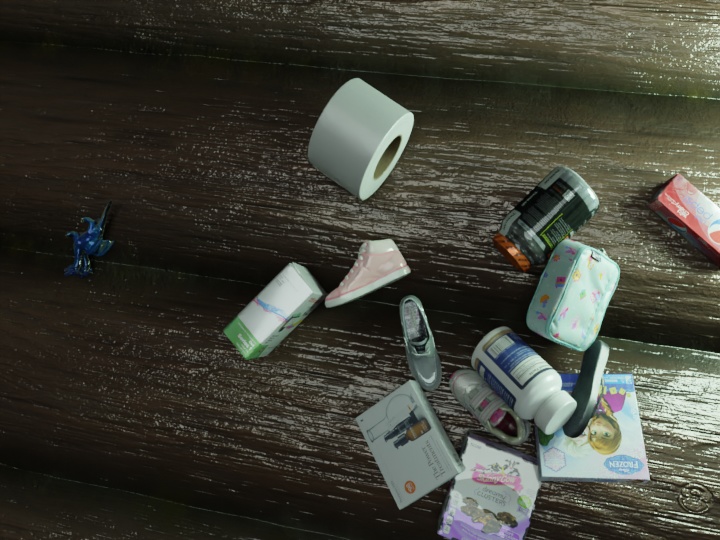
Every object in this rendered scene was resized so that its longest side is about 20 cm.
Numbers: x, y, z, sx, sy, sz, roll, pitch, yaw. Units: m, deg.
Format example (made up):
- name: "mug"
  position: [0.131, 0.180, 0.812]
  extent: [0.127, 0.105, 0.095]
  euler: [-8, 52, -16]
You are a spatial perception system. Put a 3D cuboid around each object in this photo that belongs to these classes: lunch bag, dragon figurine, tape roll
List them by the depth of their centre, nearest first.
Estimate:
- name: "lunch bag"
  position: [0.425, 0.049, 1.168]
  extent: [0.158, 0.077, 0.204]
  euler: [23, 92, -31]
- name: "tape roll"
  position: [0.002, -0.271, 1.231]
  extent: [0.138, 0.203, 0.205]
  euler: [33, 91, 10]
- name: "dragon figurine"
  position: [-0.621, -0.069, 1.390]
  extent: [0.199, 0.059, 0.100]
  euler: [-40, 81, 5]

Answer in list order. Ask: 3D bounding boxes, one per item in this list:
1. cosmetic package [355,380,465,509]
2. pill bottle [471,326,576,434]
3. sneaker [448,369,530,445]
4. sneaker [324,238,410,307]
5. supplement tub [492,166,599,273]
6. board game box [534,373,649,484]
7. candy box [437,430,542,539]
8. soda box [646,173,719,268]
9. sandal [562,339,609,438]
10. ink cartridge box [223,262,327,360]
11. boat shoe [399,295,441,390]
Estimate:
- name: "cosmetic package"
  position: [0.098, 0.351, 1.208]
  extent: [0.150, 0.051, 0.203]
  euler: [-38, 66, 18]
- name: "pill bottle"
  position: [0.315, 0.212, 1.148]
  extent: [0.111, 0.111, 0.200]
  euler: [-45, 50, 4]
- name: "sneaker"
  position: [0.264, 0.275, 1.202]
  extent: [0.198, 0.088, 0.082]
  euler: [37, 92, 10]
- name: "sneaker"
  position: [0.000, 0.000, 1.273]
  extent: [0.196, 0.075, 0.107]
  euler: [-25, 87, -1]
- name: "supplement tub"
  position: [0.368, -0.099, 1.197]
  extent: [0.200, 0.122, 0.123]
  euler: [-44, 80, 3]
- name: "board game box"
  position: [0.440, 0.304, 1.156]
  extent: [0.194, 0.041, 0.204]
  euler: [-2, 61, 9]
- name: "candy box"
  position: [0.262, 0.454, 1.196]
  extent: [0.164, 0.072, 0.205]
  euler: [18, 88, 10]
- name: "soda box"
  position: [0.674, -0.096, 1.176]
  extent: [0.200, 0.063, 0.070]
  euler: [44, 93, 9]
- name: "sandal"
  position: [0.442, 0.228, 1.136]
  extent: [0.042, 0.076, 0.203]
  euler: [31, 68, -4]
- name: "ink cartridge box"
  position: [-0.175, 0.087, 1.260]
  extent: [0.200, 0.145, 0.084]
  euler: [-44, 81, 3]
- name: "boat shoe"
  position: [0.121, 0.152, 1.243]
  extent: [0.068, 0.071, 0.206]
  euler: [-16, 83, 8]
